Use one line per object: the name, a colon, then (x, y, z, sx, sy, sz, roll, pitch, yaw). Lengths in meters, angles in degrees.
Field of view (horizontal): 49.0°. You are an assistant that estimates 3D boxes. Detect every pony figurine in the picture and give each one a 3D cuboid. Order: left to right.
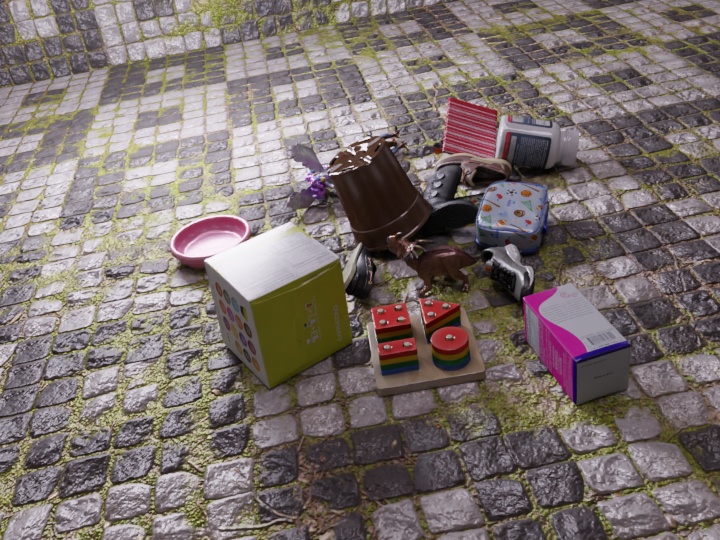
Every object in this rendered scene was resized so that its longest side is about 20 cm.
pony figurine: (-0.093, -0.230, 2.026, 0.198, 0.169, 0.192, 9, 4, 33)

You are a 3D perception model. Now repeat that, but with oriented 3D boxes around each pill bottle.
pill bottle: (0.451, -0.324, 2.021, 0.197, 0.121, 0.120, 9, 35, 6)

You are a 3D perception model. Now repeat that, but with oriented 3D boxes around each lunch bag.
lunch bag: (0.344, -0.117, 1.766, 0.158, 0.076, 0.201, 9, 44, 16)

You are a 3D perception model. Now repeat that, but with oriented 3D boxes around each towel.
towel: (0.291, -0.370, 2.095, 0.143, 0.023, 0.202, 14, 56, -5)

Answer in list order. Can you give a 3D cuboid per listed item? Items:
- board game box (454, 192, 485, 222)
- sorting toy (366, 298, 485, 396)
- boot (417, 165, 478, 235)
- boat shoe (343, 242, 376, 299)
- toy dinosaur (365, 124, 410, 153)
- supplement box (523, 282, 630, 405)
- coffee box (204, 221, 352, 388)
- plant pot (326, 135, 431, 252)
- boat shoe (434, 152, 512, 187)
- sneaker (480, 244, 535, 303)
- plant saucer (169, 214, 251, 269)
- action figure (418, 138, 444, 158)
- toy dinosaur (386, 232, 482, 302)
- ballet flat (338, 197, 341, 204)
board game box: (0.305, -0.155, 1.897, 0.197, 0.024, 0.105, -9, 30, 2)
sorting toy: (0.115, 0.126, 1.464, 0.196, 0.070, 0.201, -9, 32, 0)
boot: (0.217, -0.178, 1.874, 0.163, 0.066, 0.201, -12, 32, 29)
boat shoe: (-0.001, 0.002, 1.699, 0.063, 0.074, 0.202, 27, 22, -8)
toy dinosaur: (0.046, -0.322, 2.210, 0.180, 0.106, 0.200, -29, -3, -7)
supplement box: (0.371, 0.123, 1.373, 0.100, 0.104, 0.201, -15, 34, -8)
coffee box: (-0.154, 0.061, 1.512, 0.198, 0.202, 0.197, -26, 36, -26)
plant pot: (0.030, -0.182, 1.796, 0.198, 0.199, 0.201, -24, 28, 14)
boat shoe: (0.283, -0.249, 2.007, 0.197, 0.073, 0.072, 7, 34, 14)
sneaker: (0.297, 0.010, 1.586, 0.078, 0.075, 0.201, 0, 25, -10)
plant saucer: (-0.358, -0.065, 1.902, 0.198, 0.051, 0.201, -7, 33, 5)
action figure: (0.282, -0.338, 2.118, 0.193, 0.105, 0.199, -39, 41, -25)
toy dinosaur: (0.160, -0.022, 1.621, 0.197, 0.137, 0.086, -10, 32, -1)
ballet flat: (0.038, -0.195, 1.942, 0.197, 0.068, 0.068, -2, 54, -25)
